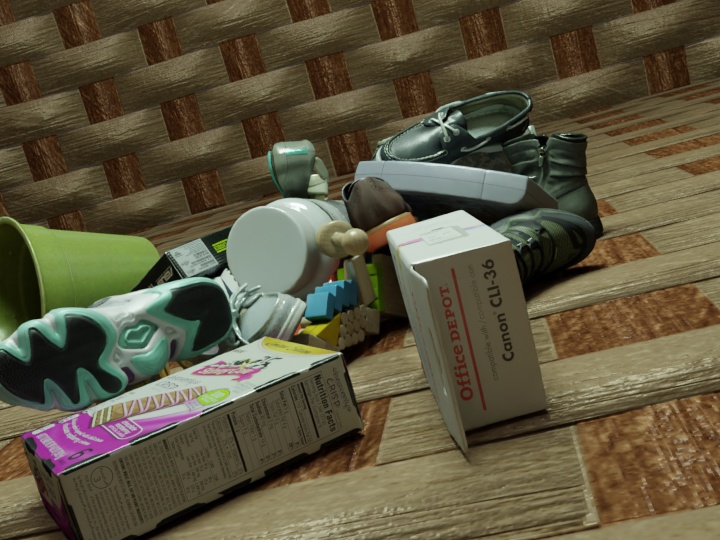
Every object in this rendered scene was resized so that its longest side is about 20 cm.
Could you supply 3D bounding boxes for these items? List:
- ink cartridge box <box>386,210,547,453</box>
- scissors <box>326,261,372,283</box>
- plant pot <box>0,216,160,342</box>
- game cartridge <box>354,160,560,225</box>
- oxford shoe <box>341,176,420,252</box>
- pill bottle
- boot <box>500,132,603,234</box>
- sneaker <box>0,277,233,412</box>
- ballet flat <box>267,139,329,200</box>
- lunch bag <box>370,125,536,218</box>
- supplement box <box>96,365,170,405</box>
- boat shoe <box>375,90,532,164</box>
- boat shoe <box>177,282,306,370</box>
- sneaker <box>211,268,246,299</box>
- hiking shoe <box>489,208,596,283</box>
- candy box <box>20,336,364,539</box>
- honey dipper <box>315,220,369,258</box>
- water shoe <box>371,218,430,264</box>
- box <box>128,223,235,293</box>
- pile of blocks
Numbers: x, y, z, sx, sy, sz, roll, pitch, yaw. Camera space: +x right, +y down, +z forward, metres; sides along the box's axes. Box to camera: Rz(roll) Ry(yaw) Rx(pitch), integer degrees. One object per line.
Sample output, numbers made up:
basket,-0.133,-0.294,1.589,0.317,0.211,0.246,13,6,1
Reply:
ink cartridge box,0.070,0.032,0.618,0.067,0.117,0.200,-15,11,0
scissors,0.000,0.000,0.978,0.014,0.073,0.200,22,33,14
plant pot,-0.365,0.025,1.193,0.190,0.200,0.200,-7,2,-41
game cartridge,0.100,-0.081,0.973,0.200,0.042,0.133,9,-2,32
oxford shoe,0.018,-0.063,0.933,0.071,0.073,0.200,-27,2,-3
pill bottle,-0.059,-0.024,1.016,0.113,0.113,0.200,-11,-1,23
boot,0.188,-0.095,1.077,0.200,0.131,0.068,-7,13,39
sneaker,-0.215,0.064,0.736,0.200,0.078,0.140,-14,1,-39
ballet flat,-0.067,-0.099,1.099,0.064,0.067,0.200,-11,-16,-1
lunch bag,0.113,-0.121,1.169,0.200,0.139,0.168,-16,-17,-21
supplement box,-0.227,0.089,0.898,0.066,0.069,0.200,-20,14,-11
boat shoe,0.110,-0.164,1.059,0.200,0.076,0.060,-24,-24,-24
boat shoe,-0.119,0.055,0.805,0.202,0.065,0.074,-16,43,55
sneaker,-0.161,0.052,0.997,0.080,0.076,0.200,-27,11,-11
hiking shoe,0.139,-0.001,0.868,0.200,0.076,0.101,-12,32,-7
candy box,-0.118,0.111,0.630,0.200,0.061,0.136,-20,11,-28
honey dipper,-0.013,-0.026,0.825,0.038,0.038,0.200,-17,6,-7
water shoe,0.049,-0.021,1.008,0.079,0.072,0.200,4,8,-10
box,-0.202,0.013,1.117,0.193,0.048,0.200,-43,-9,37
pile of blocks,-0.025,0.034,0.843,0.062,0.082,0.200,-9,13,31
